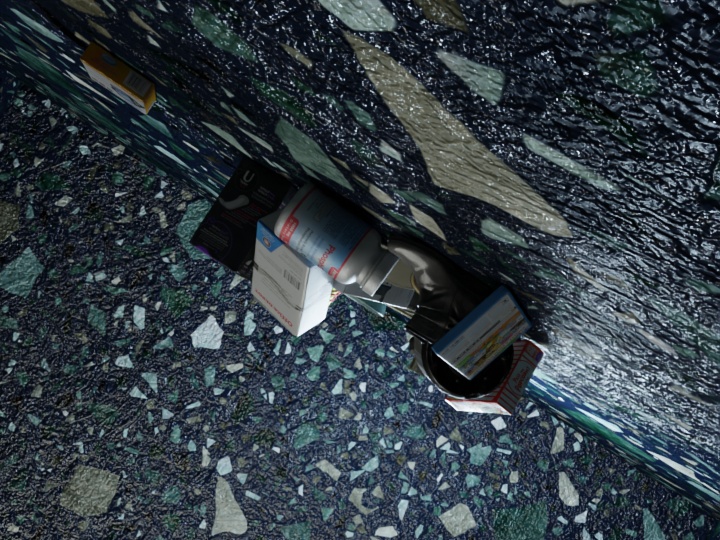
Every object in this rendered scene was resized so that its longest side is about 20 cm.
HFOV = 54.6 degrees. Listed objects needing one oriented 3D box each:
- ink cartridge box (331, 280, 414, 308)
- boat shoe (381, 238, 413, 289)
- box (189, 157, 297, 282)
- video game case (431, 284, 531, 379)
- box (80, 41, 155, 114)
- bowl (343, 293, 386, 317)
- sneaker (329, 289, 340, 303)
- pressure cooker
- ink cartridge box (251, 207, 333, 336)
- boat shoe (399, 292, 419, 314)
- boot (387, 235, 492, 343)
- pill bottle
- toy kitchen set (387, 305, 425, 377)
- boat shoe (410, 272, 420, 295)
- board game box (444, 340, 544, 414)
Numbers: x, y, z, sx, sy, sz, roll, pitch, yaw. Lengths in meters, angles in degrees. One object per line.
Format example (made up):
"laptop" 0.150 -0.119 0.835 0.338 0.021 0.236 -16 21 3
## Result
"ink cartridge box" 0.000 0.000 1.410 0.200 0.086 0.146 14 -170 -47
"boat shoe" 0.045 -0.035 1.288 0.200 0.073 0.063 30 -145 -22
"box" -0.219 -0.097 1.368 0.122 0.200 0.106 31 175 16
"video game case" 0.199 0.104 1.114 0.018 0.143 0.200 50 -175 30
"box" -0.428 -0.337 1.249 0.119 0.042 0.200 33 177 -16
"bowl" -0.001 0.019 1.733 0.200 0.105 0.201 32 175 3
"sneaker" -0.071 0.040 1.592 0.078 0.091 0.200 -3 -178 -30
"pressure cooker" 0.188 0.147 1.344 0.200 0.178 0.177 160 94 -87
"ink cartridge box" -0.127 0.003 1.316 0.145 0.084 0.200 41 141 23
"boat shoe" 0.082 0.039 1.594 0.201 0.072 0.061 33 180 18
"boot" 0.104 0.041 1.121 0.200 0.132 0.070 33 176 -5
"pill bottle" -0.037 -0.048 1.175 0.200 0.109 0.109 36 175 4
"toy kitchen set" 0.140 0.177 1.970 0.199 0.181 0.163 28 175 -7
"boat shoe" 0.175 0.058 1.207 0.200 0.072 0.068 35 177 -2
"board game box" 0.279 0.225 1.471 0.046 0.152 0.200 40 158 -14
